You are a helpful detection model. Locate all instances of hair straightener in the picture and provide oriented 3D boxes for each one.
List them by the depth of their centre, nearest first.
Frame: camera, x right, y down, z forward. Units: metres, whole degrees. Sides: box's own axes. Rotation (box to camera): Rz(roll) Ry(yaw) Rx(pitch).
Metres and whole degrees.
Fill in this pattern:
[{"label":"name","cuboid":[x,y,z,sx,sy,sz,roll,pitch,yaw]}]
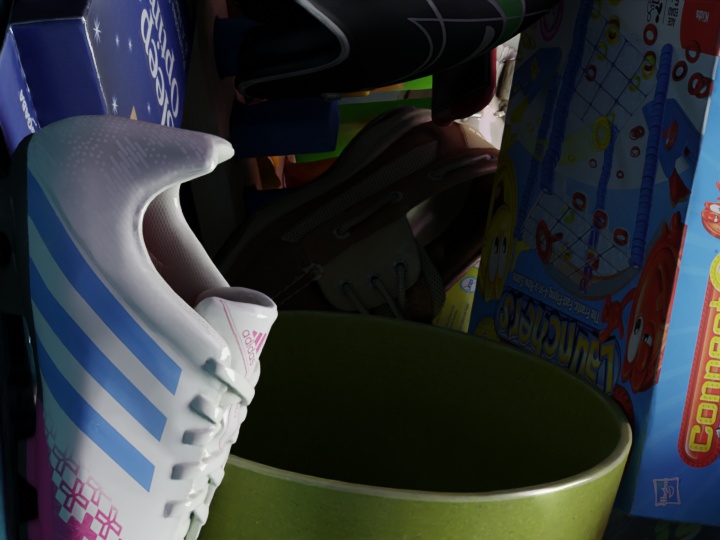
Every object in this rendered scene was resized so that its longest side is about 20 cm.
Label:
[{"label":"hair straightener","cuboid":[0.033,-0.160,1.255,0.077,0.041,0.201,40,44,-34]}]

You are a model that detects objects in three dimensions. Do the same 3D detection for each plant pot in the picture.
[{"label":"plant pot","cuboid":[-0.006,0.140,1.047,0.187,0.186,0.201,-67,164,-73]}]

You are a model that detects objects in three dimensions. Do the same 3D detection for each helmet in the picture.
[{"label":"helmet","cuboid":[0.009,-0.167,1.096,0.191,0.199,0.201,141,-50,-62]}]

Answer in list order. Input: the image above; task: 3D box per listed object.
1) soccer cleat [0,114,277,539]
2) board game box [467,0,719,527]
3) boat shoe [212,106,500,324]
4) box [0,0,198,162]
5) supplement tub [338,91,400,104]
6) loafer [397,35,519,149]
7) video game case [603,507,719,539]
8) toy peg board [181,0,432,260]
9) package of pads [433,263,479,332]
[{"label":"soccer cleat","cuboid":[-0.067,0.048,0.914,0.070,0.086,0.201,-67,152,-72]},{"label":"board game box","cuboid":[0.110,-0.018,1.114,0.200,0.056,0.197,-153,-109,-70]},{"label":"boat shoe","cuboid":[0.000,0.000,1.190,0.200,0.074,0.076,-48,139,-34]},{"label":"box","cuboid":[-0.091,-0.082,1.011,0.200,0.032,0.121,-84,167,-47]},{"label":"supplement tub","cuboid":[0.070,-0.088,1.553,0.200,0.122,0.123,33,47,-42]},{"label":"loafer","cuboid":[0.044,-0.057,1.429,0.072,0.200,0.063,22,17,-50]},{"label":"video game case","cuboid":[0.128,0.115,1.079,0.023,0.200,0.182,42,27,-19]},{"label":"toy peg board","cuboid":[-0.016,-0.083,1.293,0.200,0.097,0.201,-83,166,-54]},{"label":"package of pads","cuboid":[0.055,0.071,1.321,0.200,0.068,0.155,65,35,-45]}]
